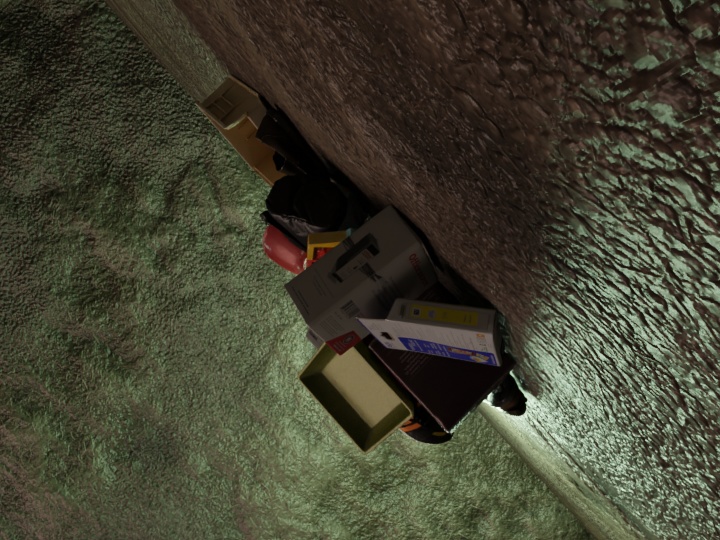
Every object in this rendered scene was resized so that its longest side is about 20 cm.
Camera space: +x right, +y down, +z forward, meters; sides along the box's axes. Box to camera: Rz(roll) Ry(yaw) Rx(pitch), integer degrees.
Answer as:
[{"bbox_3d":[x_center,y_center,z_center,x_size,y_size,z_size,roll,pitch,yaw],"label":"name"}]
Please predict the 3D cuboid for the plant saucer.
[{"bbox_3d":[-0.004,0.213,1.224,0.200,0.048,0.200,47,137,8],"label":"plant saucer"}]

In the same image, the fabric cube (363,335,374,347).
[{"bbox_3d":[0.095,0.148,1.442,0.200,0.199,0.196,49,175,-32],"label":"fabric cube"}]

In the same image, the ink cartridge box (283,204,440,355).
[{"bbox_3d":[0.007,0.018,1.007,0.083,0.199,0.147,53,180,30],"label":"ink cartridge box"}]

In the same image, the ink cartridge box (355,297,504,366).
[{"bbox_3d":[0.113,0.092,1.019,0.197,0.048,0.198,9,164,18],"label":"ink cartridge box"}]

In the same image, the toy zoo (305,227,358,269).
[{"bbox_3d":[-0.025,-0.023,1.108,0.201,0.129,0.021,104,164,-67],"label":"toy zoo"}]

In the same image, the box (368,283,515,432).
[{"bbox_3d":[0.144,0.157,1.194,0.200,0.164,0.166,45,177,17],"label":"box"}]

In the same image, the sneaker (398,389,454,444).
[{"bbox_3d":[0.089,0.265,1.272,0.198,0.071,0.090,28,161,7],"label":"sneaker"}]

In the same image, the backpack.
[{"bbox_3d":[-0.063,-0.087,1.204,0.165,0.128,0.200,24,169,24],"label":"backpack"}]

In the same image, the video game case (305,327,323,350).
[{"bbox_3d":[-0.042,0.087,1.377,0.023,0.185,0.200,18,-173,-26],"label":"video game case"}]

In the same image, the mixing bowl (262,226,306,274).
[{"bbox_3d":[-0.113,-0.061,1.548,0.109,0.199,0.200,50,179,33],"label":"mixing bowl"}]

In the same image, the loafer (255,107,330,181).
[{"bbox_3d":[-0.126,-0.204,1.228,0.200,0.071,0.073,50,175,-38],"label":"loafer"}]

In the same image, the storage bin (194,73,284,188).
[{"bbox_3d":[-0.204,-0.264,1.338,0.200,0.094,0.198,50,176,-40],"label":"storage bin"}]

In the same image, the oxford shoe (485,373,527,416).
[{"bbox_3d":[0.290,0.242,1.300,0.084,0.073,0.200,29,176,8],"label":"oxford shoe"}]
